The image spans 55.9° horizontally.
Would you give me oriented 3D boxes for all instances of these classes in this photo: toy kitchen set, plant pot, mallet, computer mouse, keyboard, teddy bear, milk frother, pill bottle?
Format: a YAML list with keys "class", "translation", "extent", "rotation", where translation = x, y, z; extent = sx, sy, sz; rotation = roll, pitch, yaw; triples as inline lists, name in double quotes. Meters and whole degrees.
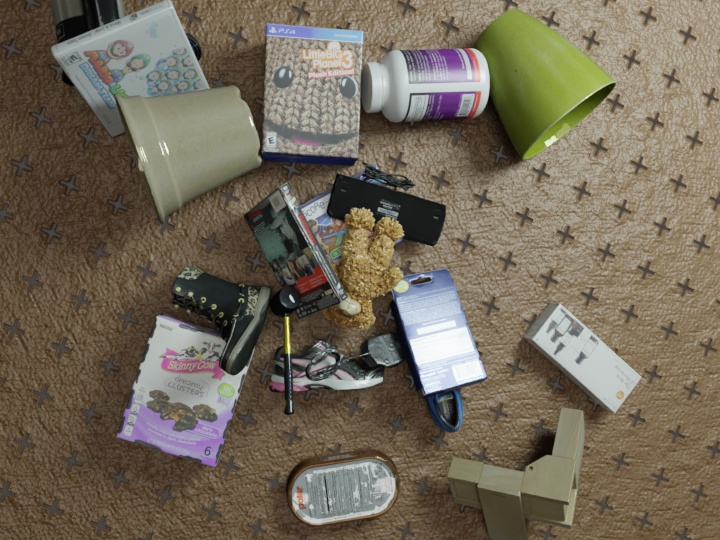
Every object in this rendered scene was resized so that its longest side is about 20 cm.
- class: "toy kitchen set"
  translation: [0.279, 0.353, 1.184]
  extent: [0.197, 0.182, 0.165]
  rotation: [4, 133, 25]
- class: "plant pot"
  translation: [0.282, -0.321, 1.122]
  extent: [0.186, 0.187, 0.201]
  rotation: [-35, 81, -4]
- class: "mallet"
  translation: [-0.114, 0.124, 1.084]
  extent: [0.040, 0.066, 0.203]
  rotation: [2, 66, -22]
- class: "computer mouse"
  translation: [-0.003, 0.146, 1.110]
  extent: [0.197, 0.034, 0.059]
  rotation: [-11, 63, -28]
- class: "keyboard"
  translation: [0.049, -0.116, 1.133]
  extent: [0.197, 0.040, 0.106]
  rotation: [16, 111, -9]
- class: "teddy bear"
  translation: [0.000, 0.000, 1.105]
  extent: [0.144, 0.067, 0.201]
  rotation: [34, 94, -18]
- class: "plant pot"
  translation: [-0.260, -0.200, 1.060]
  extent: [0.181, 0.200, 0.203]
  rotation: [-22, 93, -17]
- class: "milk frother"
  translation: [-0.374, -0.404, 1.074]
  extent: [0.198, 0.179, 0.192]
  rotation: [-13, 94, -49]
- class: "pill bottle"
  translation: [0.103, -0.302, 1.111]
  extent: [0.196, 0.112, 0.115]
  rotation: [-5, 92, -14]

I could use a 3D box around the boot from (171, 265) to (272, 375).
- class: "boot"
  translation: [-0.231, 0.073, 1.063]
  extent: [0.151, 0.204, 0.074]
  rotation: [18, 121, -2]

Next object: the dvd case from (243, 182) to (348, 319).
- class: "dvd case"
  translation: [-0.107, -0.025, 1.095]
  extent: [0.022, 0.145, 0.202]
  rotation: [-32, 94, -35]

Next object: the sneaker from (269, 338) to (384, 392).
- class: "sneaker"
  translation: [-0.053, 0.157, 1.134]
  extent: [0.196, 0.080, 0.088]
  rotation: [1, 80, -12]

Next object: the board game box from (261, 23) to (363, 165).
- class: "board game box"
  translation: [-0.079, -0.282, 1.111]
  extent: [0.156, 0.097, 0.204]
  rotation: [2, 91, -6]

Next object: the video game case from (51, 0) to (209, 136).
- class: "video game case"
  translation: [-0.339, -0.302, 1.038]
  extent: [0.180, 0.201, 0.024]
  rotation: [-24, 67, -5]

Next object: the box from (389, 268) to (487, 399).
- class: "box"
  translation: [0.124, 0.101, 1.137]
  extent: [0.119, 0.032, 0.203]
  rotation: [-10, 71, -19]

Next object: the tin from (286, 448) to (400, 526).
- class: "tin"
  translation: [-0.029, 0.370, 1.159]
  extent: [0.196, 0.042, 0.114]
  rotation: [-8, 88, -6]

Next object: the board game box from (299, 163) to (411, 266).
- class: "board game box"
  translation: [-0.030, -0.072, 1.150]
  extent: [0.198, 0.034, 0.137]
  rotation: [-28, 94, -6]

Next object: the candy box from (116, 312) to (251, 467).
- class: "candy box"
  translation: [-0.281, 0.192, 1.110]
  extent: [0.165, 0.072, 0.203]
  rotation: [18, 89, -6]

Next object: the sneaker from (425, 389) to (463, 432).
- class: "sneaker"
  translation: [0.130, 0.176, 1.152]
  extent: [0.065, 0.078, 0.203]
  rotation: [-19, 91, -3]

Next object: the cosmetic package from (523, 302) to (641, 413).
- class: "cosmetic package"
  translation: [0.389, 0.152, 1.192]
  extent: [0.199, 0.051, 0.083]
  rotation: [40, 88, -5]
